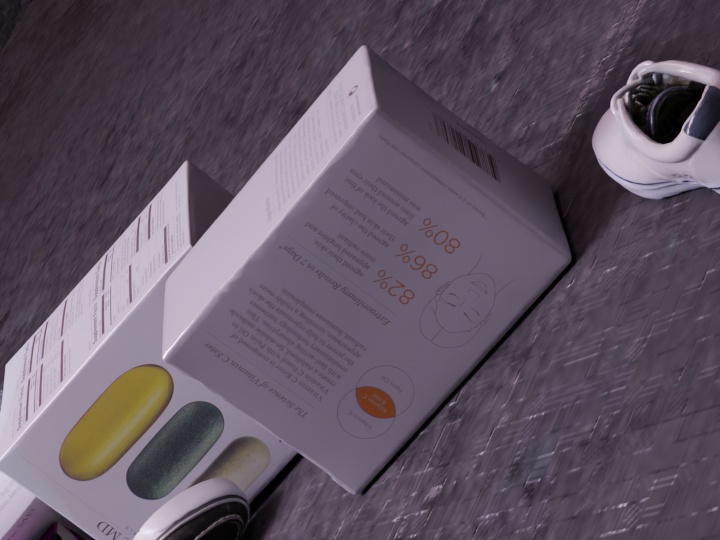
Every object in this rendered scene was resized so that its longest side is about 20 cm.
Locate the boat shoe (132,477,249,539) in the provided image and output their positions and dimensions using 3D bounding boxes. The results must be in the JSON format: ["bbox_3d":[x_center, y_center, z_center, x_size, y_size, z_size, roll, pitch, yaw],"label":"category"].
[{"bbox_3d":[-0.130,0.221,1.481,0.064,0.071,0.200,30,75,40],"label":"boat shoe"}]

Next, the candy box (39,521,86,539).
[{"bbox_3d":[-0.249,0.289,1.632,0.200,0.061,0.137,-50,18,15],"label":"candy box"}]

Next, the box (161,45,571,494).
[{"bbox_3d":[0.000,0.000,1.393,0.200,0.152,0.107,-48,19,18],"label":"box"}]

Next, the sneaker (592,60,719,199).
[{"bbox_3d":[0.166,-0.083,1.253,0.073,0.071,0.200,-56,18,-8],"label":"sneaker"}]

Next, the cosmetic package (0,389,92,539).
[{"bbox_3d":[-0.231,0.145,1.692,0.113,0.081,0.200,-50,-12,14],"label":"cosmetic package"}]

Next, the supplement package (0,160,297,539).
[{"bbox_3d":[-0.121,0.069,1.568,0.200,0.151,0.151,-47,19,14],"label":"supplement package"}]
